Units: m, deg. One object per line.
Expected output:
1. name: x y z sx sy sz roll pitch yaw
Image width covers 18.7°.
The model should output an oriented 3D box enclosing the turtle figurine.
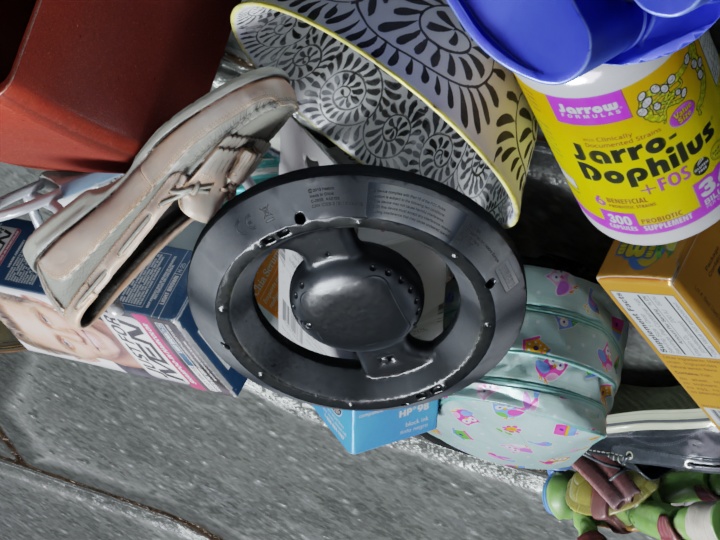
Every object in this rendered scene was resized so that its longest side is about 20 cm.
1. turtle figurine: 0.232 0.207 1.641 0.144 0.200 0.194 3 169 -40

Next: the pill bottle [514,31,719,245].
1. pill bottle: 0.138 -0.109 1.173 0.104 0.104 0.200 9 150 33

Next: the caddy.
1. caddy: 0.096 -0.185 1.024 0.141 0.105 0.200 -29 99 27

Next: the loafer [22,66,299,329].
1. loafer: -0.108 -0.039 1.277 0.200 0.063 0.072 -36 160 20

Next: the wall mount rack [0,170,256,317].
1. wall mount rack: -0.136 -0.041 1.394 0.174 0.200 0.075 25 138 67

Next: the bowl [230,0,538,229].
1. bowl: 0.033 -0.120 1.242 0.201 0.094 0.201 36 168 8

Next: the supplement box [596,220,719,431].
1. supplement box: 0.233 0.038 1.405 0.069 0.067 0.200 6 147 43

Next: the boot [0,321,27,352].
1. boot: -0.341 0.014 1.901 0.200 0.075 0.097 7 151 39

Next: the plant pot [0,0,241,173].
1. plant pot: -0.188 -0.154 1.318 0.200 0.200 0.176 4 159 40

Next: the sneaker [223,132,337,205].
1. sneaker: -0.014 -0.035 1.487 0.200 0.080 0.078 18 153 17

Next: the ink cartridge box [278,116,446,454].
1. ink cartridge box: 0.000 0.000 1.384 0.116 0.067 0.200 50 146 47

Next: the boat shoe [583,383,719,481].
1. boat shoe: 0.201 0.119 1.568 0.200 0.075 0.062 -5 109 42

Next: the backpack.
1. backpack: 0.107 0.063 1.459 0.167 0.127 0.200 7 163 -10

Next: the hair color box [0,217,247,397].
1. hair color box: -0.173 0.024 1.540 0.200 0.061 0.100 10 150 34

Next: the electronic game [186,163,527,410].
1. electronic game: -0.002 0.014 1.282 0.200 0.042 0.200 2 136 2

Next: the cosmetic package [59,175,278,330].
1. cosmetic package: -0.110 -0.034 1.559 0.200 0.101 0.071 39 152 -25
